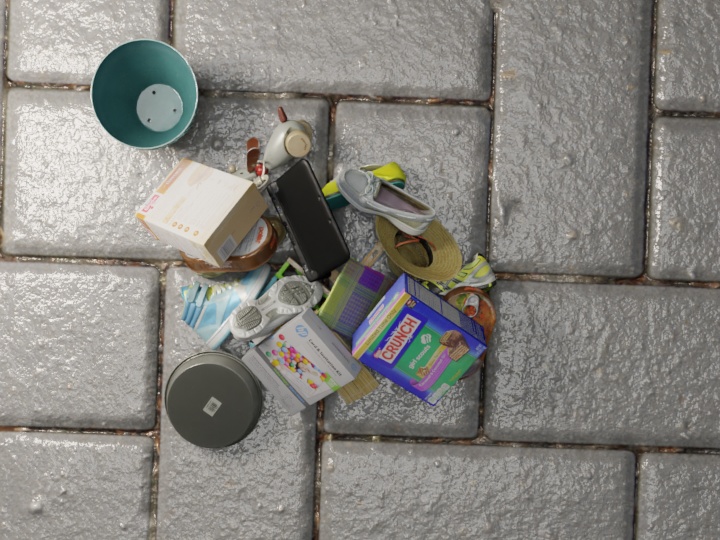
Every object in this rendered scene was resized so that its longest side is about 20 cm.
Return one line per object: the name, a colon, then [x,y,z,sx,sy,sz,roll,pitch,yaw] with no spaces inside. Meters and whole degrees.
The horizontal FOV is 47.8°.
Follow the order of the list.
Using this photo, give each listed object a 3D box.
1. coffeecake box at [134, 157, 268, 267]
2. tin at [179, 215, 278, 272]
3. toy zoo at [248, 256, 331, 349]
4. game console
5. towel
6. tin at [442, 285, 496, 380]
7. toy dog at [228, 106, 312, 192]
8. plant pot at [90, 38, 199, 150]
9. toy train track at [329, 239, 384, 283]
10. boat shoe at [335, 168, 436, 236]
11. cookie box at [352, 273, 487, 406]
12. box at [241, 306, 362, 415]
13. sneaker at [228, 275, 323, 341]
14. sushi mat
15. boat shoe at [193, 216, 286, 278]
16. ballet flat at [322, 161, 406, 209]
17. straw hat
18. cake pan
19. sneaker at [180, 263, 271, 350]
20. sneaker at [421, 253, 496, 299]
coffeecake box: [-0.299,-0.112,1.522,0.198,0.073,0.154,21,65,33]
tin: [-0.252,-0.052,1.540,0.196,0.042,0.114,-3,57,19]
toy zoo: [-0.151,0.092,1.612,0.131,0.020,0.201,38,98,0]
game console: [-0.082,-0.093,1.534,0.115,0.176,0.203,-25,87,15]
towel: [0.007,0.068,1.569,0.199,0.023,0.145,27,91,-43]
tin: [0.195,0.123,1.586,0.110,0.042,0.203,9,117,-9]
toy dog: [-0.182,-0.241,1.581,0.199,0.132,0.097,-41,113,-10]
plant pot: [-0.399,-0.325,1.560,0.196,0.135,0.204,0,90,-1]
toy train track: [0.000,0.000,1.622,0.114,0.033,0.201,41,88,-1]
boat shoe: [0.049,-0.139,1.538,0.200,0.065,0.075,31,54,-6]
cookie box: [0.109,0.133,1.528,0.198,0.076,0.172,33,113,-16]
box: [-0.114,0.177,1.547,0.199,0.041,0.156,-34,101,37]
sneaker: [-0.165,0.075,1.565,0.198,0.100,0.079,-24,77,-18]
sushi mat: [-0.053,0.171,1.588,0.095,0.012,0.201,-32,104,31]
boat shoe: [-0.238,-0.045,1.599,0.198,0.063,0.074,-24,90,-1]
ballet flat: [-0.008,-0.172,1.614,0.197,0.067,0.068,-15,69,-4]
straw hat: [0.097,-0.030,1.589,0.199,0.202,0.085,32,130,-2]
cake pan: [-0.291,0.259,1.592,0.196,0.037,0.204,0,101,0]
sneaker: [-0.274,0.041,1.587,0.130,0.080,0.201,38,88,-8]
sneaker: [0.168,0.025,1.615,0.197,0.075,0.078,-16,78,-9]
